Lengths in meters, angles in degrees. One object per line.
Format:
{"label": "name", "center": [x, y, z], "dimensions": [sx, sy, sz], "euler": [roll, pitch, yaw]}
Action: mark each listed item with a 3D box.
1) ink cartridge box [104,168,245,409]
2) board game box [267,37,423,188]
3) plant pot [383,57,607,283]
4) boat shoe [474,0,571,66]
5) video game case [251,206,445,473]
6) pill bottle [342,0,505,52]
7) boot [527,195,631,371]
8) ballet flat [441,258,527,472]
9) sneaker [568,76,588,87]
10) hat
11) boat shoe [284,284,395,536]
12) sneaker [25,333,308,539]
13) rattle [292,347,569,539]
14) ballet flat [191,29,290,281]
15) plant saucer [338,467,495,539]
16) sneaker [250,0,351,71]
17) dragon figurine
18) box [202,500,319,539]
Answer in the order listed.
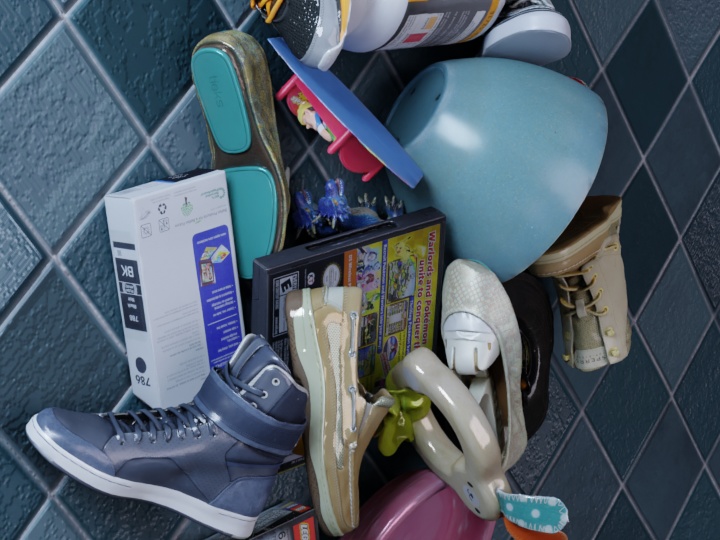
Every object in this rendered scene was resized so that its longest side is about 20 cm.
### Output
{"label": "ink cartridge box", "center": [-0.138, 0.028, 1.337], "dimensions": [0.099, 0.039, 0.201], "euler": [-20, 109, -45]}
{"label": "board game box", "center": [-0.021, -0.114, 1.358], "dimensions": [0.039, 0.200, 0.158], "euler": [-44, 92, 10]}
{"label": "plant pot", "center": [0.097, -0.106, 1.492], "dimensions": [0.134, 0.200, 0.201], "euler": [32, 70, -24]}
{"label": "boat shoe", "center": [0.143, -0.216, 1.531], "dimensions": [0.199, 0.073, 0.069], "euler": [118, -24, -84]}
{"label": "video game case", "center": [-0.011, 0.060, 1.429], "dimensions": [0.180, 0.025, 0.201], "euler": [-17, 124, -32]}
{"label": "pill bottle", "center": [0.023, -0.241, 1.425], "dimensions": [0.199, 0.116, 0.117], "euler": [-14, 105, -47]}
{"label": "boot", "center": [0.205, 0.022, 1.608], "dimensions": [0.200, 0.072, 0.156], "euler": [-35, 121, -65]}
{"label": "ballet flat", "center": [0.105, 0.089, 1.462], "dimensions": [0.062, 0.067, 0.201], "euler": [-48, 130, -53]}
{"label": "sneaker", "center": [0.156, -0.109, 1.616], "dimensions": [0.201, 0.067, 0.108], "euler": [-42, 141, -44]}
{"label": "hat", "center": [0.105, 0.091, 1.595], "dimensions": [0.200, 0.081, 0.202], "euler": [-17, 111, -55]}
{"label": "boat shoe", "center": [-0.010, 0.110, 1.344], "dimensions": [0.072, 0.076, 0.201], "euler": [-100, -178, -75]}
{"label": "sneaker", "center": [-0.132, 0.101, 1.265], "dimensions": [0.202, 0.077, 0.147], "euler": [23, 104, -32]}
{"label": "rattle", "center": [0.059, 0.174, 1.395], "dimensions": [0.142, 0.130, 0.201], "euler": [-26, 80, -38]}
{"label": "ballet flat", "center": [-0.086, -0.093, 1.364], "dimensions": [0.071, 0.070, 0.201], "euler": [-28, 116, -43]}
{"label": "plant saucer", "center": [0.038, 0.252, 1.521], "dimensions": [0.200, 0.051, 0.201], "euler": [-33, 142, -31]}
{"label": "sneaker", "center": [-0.070, -0.233, 1.310], "dimensions": [0.077, 0.078, 0.201], "euler": [-7, 59, -36]}
{"label": "dragon figurine", "center": [0.000, 0.000, 1.474], "dimensions": [0.099, 0.059, 0.201], "euler": [-38, 125, -38]}
{"label": "box", "center": [-0.086, 0.309, 1.435], "dimensions": [0.137, 0.040, 0.201], "euler": [-20, 110, -47]}
